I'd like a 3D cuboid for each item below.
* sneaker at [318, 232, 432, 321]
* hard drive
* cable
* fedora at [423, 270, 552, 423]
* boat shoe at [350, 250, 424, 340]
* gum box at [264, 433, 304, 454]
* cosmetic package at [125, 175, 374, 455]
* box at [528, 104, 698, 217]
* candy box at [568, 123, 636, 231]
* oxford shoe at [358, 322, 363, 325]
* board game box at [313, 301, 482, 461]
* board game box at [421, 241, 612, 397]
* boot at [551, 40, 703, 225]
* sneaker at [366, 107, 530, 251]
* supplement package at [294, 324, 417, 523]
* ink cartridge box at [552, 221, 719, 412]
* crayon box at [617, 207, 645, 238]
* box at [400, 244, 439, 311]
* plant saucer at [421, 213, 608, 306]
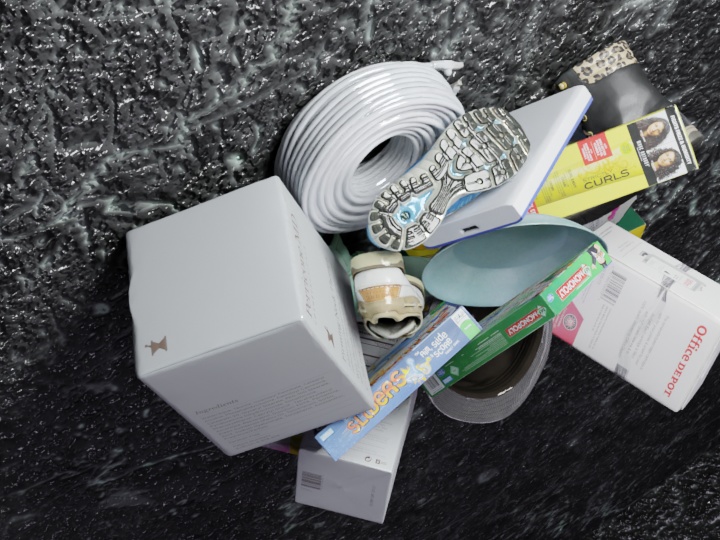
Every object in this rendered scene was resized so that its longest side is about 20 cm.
[{"bbox_3d":[0.000,0.000,1.301,0.200,0.074,0.118,-10,144,-11],"label":"sneaker"},{"bbox_3d":[0.151,-0.108,1.212,0.132,0.025,0.200,-17,-150,46],"label":"hard drive"},{"bbox_3d":[0.013,-0.120,1.170,0.200,0.069,0.200,-7,140,-42],"label":"cable"},{"bbox_3d":[0.137,0.073,1.396,0.177,0.090,0.200,6,103,-24],"label":"fedora"},{"bbox_3d":[0.028,0.038,1.209,0.075,0.068,0.200,-10,164,10],"label":"boat shoe"},{"bbox_3d":[-0.107,0.139,1.371,0.200,0.113,0.066,98,8,-54],"label":"gum box"},{"bbox_3d":[-0.105,0.050,1.130,0.166,0.167,0.200,-19,146,11],"label":"cosmetic package"},{"bbox_3d":[0.252,-0.108,1.246,0.200,0.075,0.050,-19,-178,18],"label":"box"},{"bbox_3d":[0.255,-0.072,1.444,0.200,0.072,0.168,-50,153,-11],"label":"candy box"},{"bbox_3d":[0.012,0.121,1.524,0.071,0.073,0.200,-25,149,-18],"label":"oxford shoe"},{"bbox_3d":[0.034,0.112,1.234,0.200,0.034,0.135,-42,-177,-3],"label":"board game box"},{"bbox_3d":[0.159,0.052,1.222,0.135,0.029,0.200,-35,176,-46],"label":"board game box"},{"bbox_3d":[0.261,-0.147,1.312,0.200,0.151,0.073,-36,165,23],"label":"boot"},{"bbox_3d":[0.078,-0.091,1.158,0.200,0.078,0.090,-36,-176,-15],"label":"sneaker"},{"bbox_3d":[0.002,0.177,1.389,0.114,0.109,0.200,98,8,-46],"label":"supplement package"},{"bbox_3d":[0.347,0.056,1.438,0.083,0.200,0.147,-30,146,-47],"label":"ink cartridge box"},{"bbox_3d":[0.302,0.006,1.680,0.172,0.058,0.200,-22,148,-22],"label":"crayon box"},{"bbox_3d":[0.114,-0.008,1.470,0.200,0.048,0.117,-11,142,-34],"label":"box"},{"bbox_3d":[0.163,-0.018,1.255,0.201,0.039,0.201,-6,155,-3],"label":"plant saucer"}]
